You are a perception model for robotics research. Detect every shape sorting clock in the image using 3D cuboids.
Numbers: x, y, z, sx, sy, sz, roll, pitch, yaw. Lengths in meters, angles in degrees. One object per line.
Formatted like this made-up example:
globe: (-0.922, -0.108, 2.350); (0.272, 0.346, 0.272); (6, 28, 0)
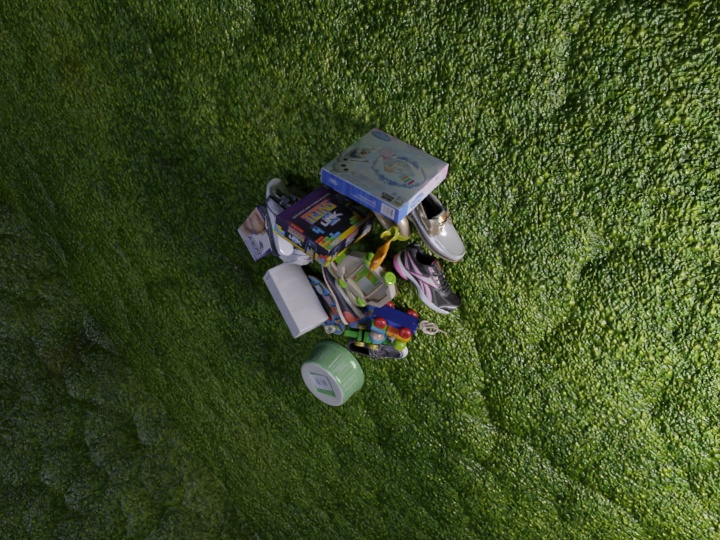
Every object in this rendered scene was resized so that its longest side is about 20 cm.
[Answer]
shape sorting clock: (-0.113, 0.103, 1.881); (0.199, 0.039, 0.202); (34, 144, 29)

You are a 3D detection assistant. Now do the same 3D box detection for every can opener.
can opener: (-0.155, -0.136, 1.649); (0.199, 0.054, 0.067); (39, 105, -17)

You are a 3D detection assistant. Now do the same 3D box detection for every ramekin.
ramekin: (-0.094, 0.330, 2.022); (0.198, 0.098, 0.202); (25, 137, 26)

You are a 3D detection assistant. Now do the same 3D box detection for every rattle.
rattle: (0.021, -0.128, 1.480); (0.201, 0.142, 0.131); (53, -176, -30)

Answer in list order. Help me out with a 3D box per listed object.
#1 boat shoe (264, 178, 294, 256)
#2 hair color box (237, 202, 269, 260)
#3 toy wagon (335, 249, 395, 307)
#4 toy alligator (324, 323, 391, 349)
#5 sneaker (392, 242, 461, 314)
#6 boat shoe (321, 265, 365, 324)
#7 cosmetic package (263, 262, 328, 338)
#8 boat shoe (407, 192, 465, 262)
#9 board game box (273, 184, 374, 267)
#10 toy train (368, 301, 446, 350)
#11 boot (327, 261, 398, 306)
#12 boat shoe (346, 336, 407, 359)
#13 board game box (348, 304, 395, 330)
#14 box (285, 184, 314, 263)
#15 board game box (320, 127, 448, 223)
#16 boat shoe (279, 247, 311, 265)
boat shoe: (-0.224, -0.138, 1.687); (0.067, 0.071, 0.204); (-3, 100, 43)
hair color box: (-0.275, -0.112, 1.818); (0.110, 0.064, 0.199); (60, 148, 1)
toy wagon: (-0.001, 0.005, 1.593); (0.200, 0.040, 0.155); (45, 142, -4)
toy alligator: (-0.002, 0.179, 1.797); (0.196, 0.054, 0.061); (10, 92, 19)
sneaker: (0.168, 0.016, 1.529); (0.199, 0.080, 0.086); (42, 131, -1)
boat shoe: (-0.050, 0.048, 1.768); (0.062, 0.071, 0.203); (-22, 91, 17)
cosmetic package: (-0.187, 0.078, 1.842); (0.202, 0.100, 0.071); (62, 151, 8)
boat shoe: (0.166, -0.107, 1.426); (0.200, 0.075, 0.068); (48, 147, 2)
board game box: (-0.086, -0.115, 1.556); (0.164, 0.200, 0.057); (33, 134, 16)
toy train: (0.119, 0.169, 1.690); (0.197, 0.085, 0.117); (21, 134, 5)
boot: (0.000, 0.000, 1.674); (0.154, 0.073, 0.202); (-15, 112, 49)
boat shoe: (0.041, 0.223, 1.828); (0.198, 0.066, 0.071); (13, 131, 36)
board game box: (0.030, 0.136, 1.804); (0.198, 0.019, 0.104); (3, 125, 42)
box: (-0.162, -0.127, 1.753); (0.109, 0.035, 0.202); (26, 137, 26)
board game box: (0.052, -0.206, 1.350); (0.198, 0.199, 0.044); (30, 141, 21)
boat shoe: (-0.157, -0.049, 1.738); (0.199, 0.073, 0.066); (2, 128, 55)
